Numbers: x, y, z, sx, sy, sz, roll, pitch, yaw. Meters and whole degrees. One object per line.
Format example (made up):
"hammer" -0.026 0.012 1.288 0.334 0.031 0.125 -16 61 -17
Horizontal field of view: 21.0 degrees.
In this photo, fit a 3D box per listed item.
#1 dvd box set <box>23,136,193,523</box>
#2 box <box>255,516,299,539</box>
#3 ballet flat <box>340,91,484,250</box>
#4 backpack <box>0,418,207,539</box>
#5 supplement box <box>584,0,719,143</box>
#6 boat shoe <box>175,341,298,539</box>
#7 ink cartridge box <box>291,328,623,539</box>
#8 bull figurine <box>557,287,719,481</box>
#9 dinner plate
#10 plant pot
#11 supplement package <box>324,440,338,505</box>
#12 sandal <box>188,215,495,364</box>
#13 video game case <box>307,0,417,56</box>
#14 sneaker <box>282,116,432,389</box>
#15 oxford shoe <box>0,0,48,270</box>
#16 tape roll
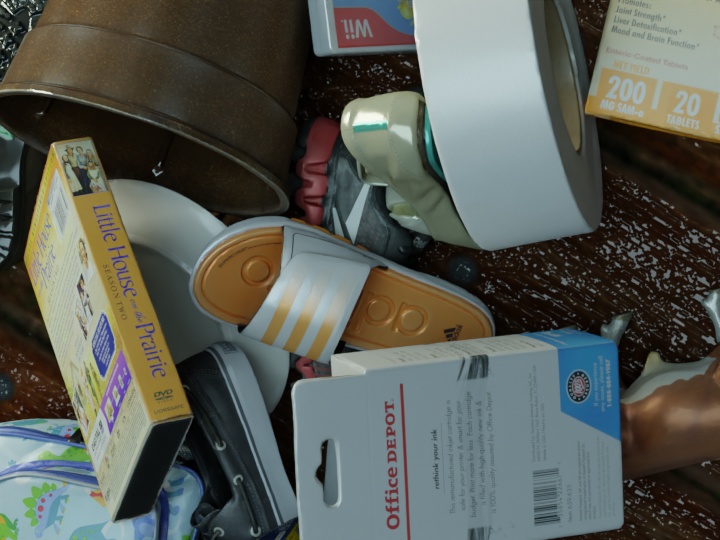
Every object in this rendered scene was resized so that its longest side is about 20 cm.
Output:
"dvd box set" -0.161 0.039 1.208 0.029 0.146 0.200 -11 63 -24
"box" -0.106 0.232 1.190 0.200 0.064 0.070 -31 95 16
"ballet flat" 0.037 -0.060 1.207 0.069 0.200 0.070 -6 69 17
"backpack" -0.201 0.191 1.316 0.200 0.147 0.183 11 95 16
"supplement box" 0.225 -0.181 1.211 0.126 0.074 0.200 13 97 13
"boat shoe" -0.081 0.148 1.249 0.066 0.070 0.200 -20 102 -22
"ink cartridge box" 0.050 0.102 1.140 0.200 0.067 0.116 -5 98 -17
"bull figurine" 0.219 0.076 1.238 0.200 0.065 0.121 -15 86 13
"dinner plate" -0.138 0.032 1.304 0.200 0.024 0.200 17 125 26
"plant pot" -0.110 -0.161 1.234 0.200 0.200 0.198 16 78 13
"supplement package" 0.044 0.169 1.244 0.117 0.117 0.200 3 96 -16
"sandal" -0.004 0.024 1.226 0.207 0.059 0.079 14 108 -16
"video game case" 0.013 -0.238 1.233 0.017 0.143 0.200 -4 94 43
"sneaker" 0.000 0.000 1.286 0.098 0.071 0.201 4 97 13
"oxford shoe" -0.240 -0.098 1.337 0.073 0.084 0.200 15 95 16
"tape roll" 0.093 -0.115 1.187 0.071 0.202 0.203 -11 91 15
